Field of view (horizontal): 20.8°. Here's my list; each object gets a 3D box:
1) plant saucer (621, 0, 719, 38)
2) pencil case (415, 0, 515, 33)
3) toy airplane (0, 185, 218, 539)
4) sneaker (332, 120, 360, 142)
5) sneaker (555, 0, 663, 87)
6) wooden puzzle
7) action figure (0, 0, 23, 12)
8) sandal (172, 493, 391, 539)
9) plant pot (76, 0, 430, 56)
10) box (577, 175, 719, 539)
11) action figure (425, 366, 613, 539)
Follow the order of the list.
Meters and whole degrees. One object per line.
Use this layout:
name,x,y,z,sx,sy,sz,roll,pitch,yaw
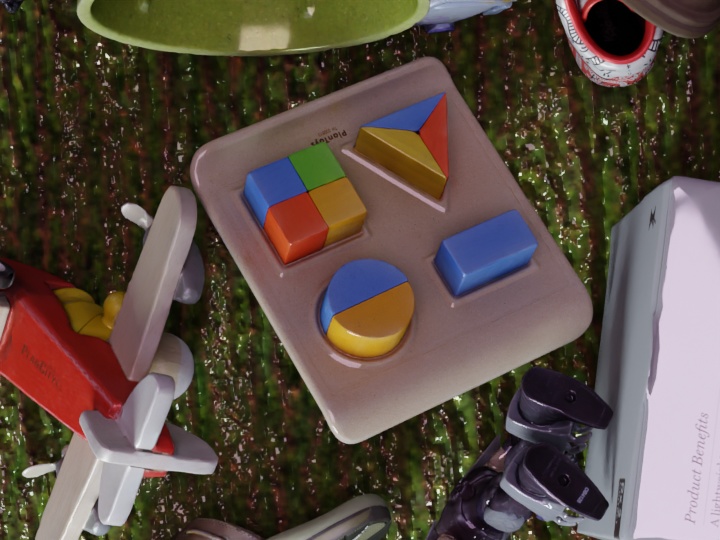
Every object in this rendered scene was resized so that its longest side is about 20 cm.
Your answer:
plant saucer,0.151,-0.224,1.127,0.029,0.200,0.200,-36,90,31
pencil case,0.040,-0.248,1.190,0.090,0.083,0.201,-10,92,-1
toy airplane,-0.148,0.066,1.194,0.199,0.141,0.200,-21,77,38
sneaker,0.000,0.000,1.206,0.074,0.089,0.201,-11,91,7
sneaker,0.135,-0.209,1.171,0.067,0.108,0.202,-16,92,5
wooden puzzle,0.022,-0.022,1.163,0.185,0.046,0.201,-23,74,-22
action figure,-0.166,-0.249,1.197,0.200,0.102,0.119,-41,103,6
sandal,-0.079,0.178,1.234,0.200,0.080,0.058,-23,74,-1
plant pot,-0.062,-0.236,1.118,0.199,0.200,0.185,-2,83,5
box,0.209,0.064,1.119,0.130,0.200,0.200,8,84,-1
action figure,0.090,0.135,1.160,0.069,0.200,0.131,25,63,-3
